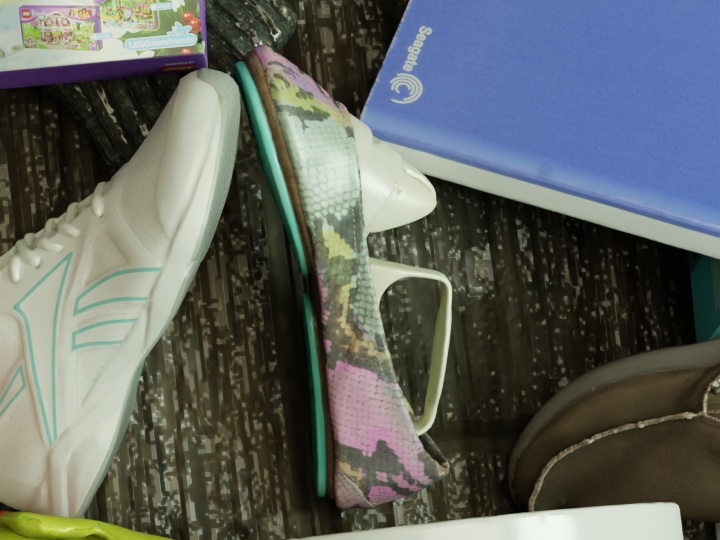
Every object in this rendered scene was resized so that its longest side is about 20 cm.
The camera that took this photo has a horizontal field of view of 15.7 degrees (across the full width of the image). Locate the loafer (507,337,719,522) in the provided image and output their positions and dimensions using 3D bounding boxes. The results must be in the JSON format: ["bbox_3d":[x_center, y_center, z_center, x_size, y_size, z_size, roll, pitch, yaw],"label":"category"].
[{"bbox_3d":[0.147,0.070,1.060,0.073,0.199,0.071,41,35,-37],"label":"loafer"}]

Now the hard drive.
[{"bbox_3d":[0.112,-0.075,1.095,0.199,0.025,0.132,17,55,8],"label":"hard drive"}]

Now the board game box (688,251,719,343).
[{"bbox_3d":[0.240,-0.018,1.134,0.199,0.047,0.152,11,52,-14],"label":"board game box"}]

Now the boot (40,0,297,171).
[{"bbox_3d":[-0.079,-0.159,1.082,0.158,0.079,0.211,39,84,1],"label":"boot"}]

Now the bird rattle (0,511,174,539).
[{"bbox_3d":[-0.153,0.114,0.984,0.200,0.163,0.113,32,73,32],"label":"bird rattle"}]

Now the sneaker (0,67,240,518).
[{"bbox_3d":[-0.109,0.006,1.026,0.080,0.070,0.201,26,103,-1],"label":"sneaker"}]

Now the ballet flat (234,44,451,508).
[{"bbox_3d":[0.000,0.000,1.061,0.071,0.069,0.201,-11,107,-3],"label":"ballet flat"}]

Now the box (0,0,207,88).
[{"bbox_3d":[-0.163,-0.139,1.016,0.199,0.039,0.138,-5,84,-3],"label":"box"}]

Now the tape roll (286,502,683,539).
[{"bbox_3d":[0.031,0.169,0.999,0.202,0.203,0.140,-5,83,-16],"label":"tape roll"}]

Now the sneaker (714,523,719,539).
[{"bbox_3d":[0.198,0.151,1.103,0.077,0.091,0.201,3,80,-15],"label":"sneaker"}]
